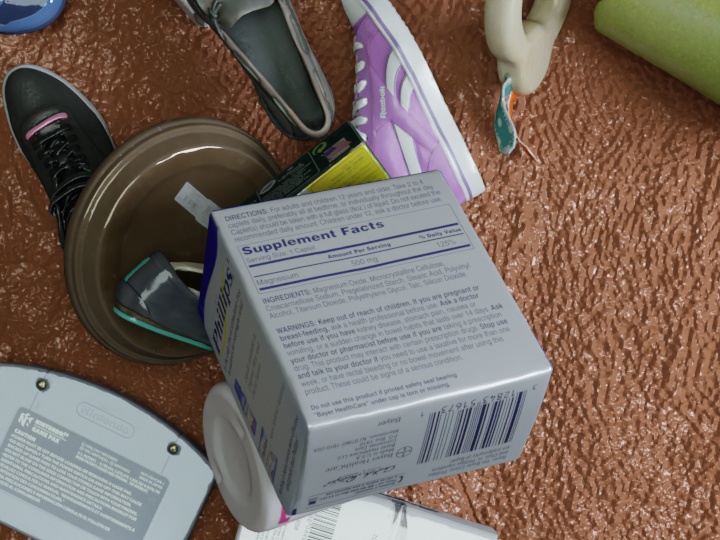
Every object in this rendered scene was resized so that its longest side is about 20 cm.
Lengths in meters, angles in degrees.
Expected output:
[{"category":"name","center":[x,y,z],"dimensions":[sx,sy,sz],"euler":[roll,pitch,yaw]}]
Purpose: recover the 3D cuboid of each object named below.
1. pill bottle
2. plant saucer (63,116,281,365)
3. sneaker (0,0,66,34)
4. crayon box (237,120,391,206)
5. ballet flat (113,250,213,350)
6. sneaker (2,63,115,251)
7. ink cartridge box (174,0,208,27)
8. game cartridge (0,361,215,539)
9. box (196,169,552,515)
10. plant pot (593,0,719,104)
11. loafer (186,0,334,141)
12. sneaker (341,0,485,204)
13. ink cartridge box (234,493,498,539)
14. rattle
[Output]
[{"category":"pill bottle","center":[-0.008,0.113,1.346],"dimensions":[0.198,0.113,0.115],"euler":[-15,89,-26]},{"category":"plant saucer","center":[-0.133,-0.018,1.386],"dimensions":[0.198,0.029,0.202],"euler":[-14,116,-30]},{"category":"sneaker","center":[-0.330,-0.242,1.420],"dimensions":[0.198,0.082,0.075],"euler":[18,87,-2]},{"category":"crayon box","center":[0.000,0.000,1.402],"dimensions":[0.126,0.051,0.200],"euler":[-36,119,3]},{"category":"ballet flat","center":[-0.098,0.039,1.374],"dimensions":[0.199,0.073,0.074],"euler":[30,88,-37]},{"category":"sneaker","center":[-0.224,-0.079,1.410],"dimensions":[0.070,0.099,0.201],"euler":[-30,88,0]},{"category":"ink cartridge box","center":[-0.141,-0.317,1.423],"dimensions":[0.145,0.084,0.200],"euler":[-42,91,-1]},{"category":"game cartridge","center":[-0.220,0.159,1.436],"dimensions":[0.198,0.042,0.134],"euler":[26,84,0]},{"category":"box","center":[0.004,0.046,1.259],"dimensions":[0.182,0.106,0.201],"euler":[-11,51,-21]},{"category":"plant pot","center":[0.287,-0.211,1.389],"dimensions":[0.183,0.200,0.202],"euler":[24,88,11]},{"category":"loafer","center":[-0.076,-0.187,1.362],"dimensions":[0.072,0.063,0.201],"euler":[-34,106,-3]},{"category":"sneaker","center":[0.007,-0.128,1.430],"dimensions":[0.113,0.073,0.202],"euler":[-26,89,2]},{"category":"ink cartridge box","center":[-0.004,0.245,1.410],"dimensions":[0.198,0.084,0.146],"euler":[17,89,3]},{"category":"rattle","center":[0.094,-0.200,1.435],"dimensions":[0.141,0.130,0.202],"euler":[13,115,10]}]
